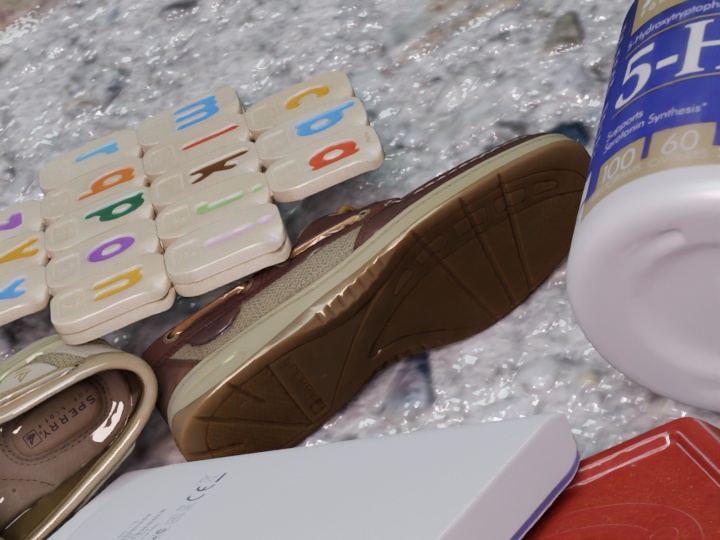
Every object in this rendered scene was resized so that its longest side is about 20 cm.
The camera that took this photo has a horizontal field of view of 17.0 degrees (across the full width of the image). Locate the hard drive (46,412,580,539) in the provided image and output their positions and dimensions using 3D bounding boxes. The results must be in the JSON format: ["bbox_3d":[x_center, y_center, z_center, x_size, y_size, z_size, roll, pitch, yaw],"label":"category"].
[{"bbox_3d":[-0.038,0.099,0.840,0.200,0.025,0.132,-11,19,36],"label":"hard drive"}]

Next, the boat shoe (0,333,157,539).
[{"bbox_3d":[-0.162,0.095,0.914,0.200,0.071,0.065,-44,16,-15],"label":"boat shoe"}]

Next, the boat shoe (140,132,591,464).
[{"bbox_3d":[0.000,0.000,0.962,0.200,0.072,0.072,-36,45,-5],"label":"boat shoe"}]

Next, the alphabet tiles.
[{"bbox_3d":[-0.087,-0.026,1.018,0.195,0.015,0.200,-24,23,0],"label":"alphabet tiles"}]

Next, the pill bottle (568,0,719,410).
[{"bbox_3d":[0.152,-0.058,0.904,0.119,0.120,0.200,-3,46,21],"label":"pill bottle"}]

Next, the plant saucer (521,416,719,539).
[{"bbox_3d":[0.063,0.113,0.774,0.199,0.037,0.200,-23,16,-3],"label":"plant saucer"}]
